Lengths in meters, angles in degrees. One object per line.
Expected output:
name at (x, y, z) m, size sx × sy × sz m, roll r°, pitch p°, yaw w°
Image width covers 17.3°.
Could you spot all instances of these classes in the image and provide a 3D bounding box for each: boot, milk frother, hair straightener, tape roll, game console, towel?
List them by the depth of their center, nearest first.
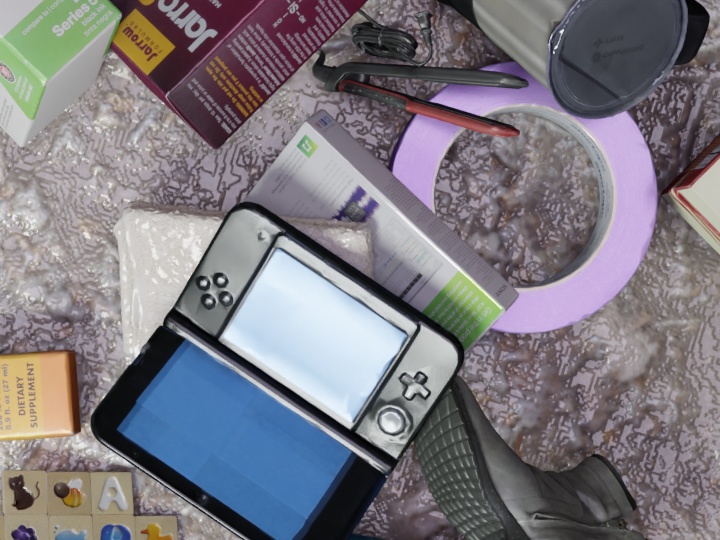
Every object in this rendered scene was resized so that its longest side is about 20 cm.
game console at (-0.057, 0.082, 1.662) m, size 0.200 × 0.118 × 0.171 m, roll 33°, pitch 117°, yaw 3°
milk frother at (0.162, -0.244, 1.686) m, size 0.180 × 0.188 × 0.201 m, roll -15°, pitch 129°, yaw -26°
boot at (0.126, 0.157, 1.722) m, size 0.130 × 0.068 × 0.201 m, roll -17°, pitch 76°, yaw -36°
hair straightener at (0.039, -0.153, 1.726) m, size 0.200 × 0.041 × 0.077 m, roll 18°, pitch 99°, yaw 39°
towel at (-0.084, 0.020, 1.731) m, size 0.199 × 0.034 × 0.133 m, roll 5°, pitch 113°, yaw 18°
tape roll at (0.118, -0.054, 1.771) m, size 0.199 × 0.066 × 0.201 m, roll 0°, pitch 90°, yaw -2°

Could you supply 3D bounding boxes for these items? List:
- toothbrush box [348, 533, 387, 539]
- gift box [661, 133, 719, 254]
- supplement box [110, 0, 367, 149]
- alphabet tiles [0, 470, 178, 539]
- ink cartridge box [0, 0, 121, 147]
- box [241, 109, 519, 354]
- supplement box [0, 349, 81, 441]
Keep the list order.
toothbrush box at (0.062, 0.285, 1.760) m, size 0.199 × 0.085 × 0.147 m, roll 10°, pitch 90°, yaw -2°
gift box at (0.356, -0.057, 1.723) m, size 0.200 × 0.185 × 0.187 m, roll -44°, pitch 90°, yaw 5°
supplement box at (-0.083, -0.203, 1.727) m, size 0.200 × 0.086 × 0.110 m, roll -45°, pitch 56°, yaw -2°
alphabet tiles at (-0.211, 0.245, 1.742) m, size 0.166 × 0.006 × 0.201 m, roll 2°, pitch 73°, yaw -21°
ink cartridge box at (-0.277, -0.204, 1.697) m, size 0.200 × 0.146 × 0.084 m, roll 45°, pitch 70°, yaw 0°
box at (0.000, 0.000, 1.734) m, size 0.200 × 0.036 × 0.144 m, roll 44°, pitch 124°, yaw 5°
supplement box at (-0.309, 0.097, 1.750) m, size 0.199 × 0.069 × 0.067 m, roll -5°, pitch 89°, yaw -1°
